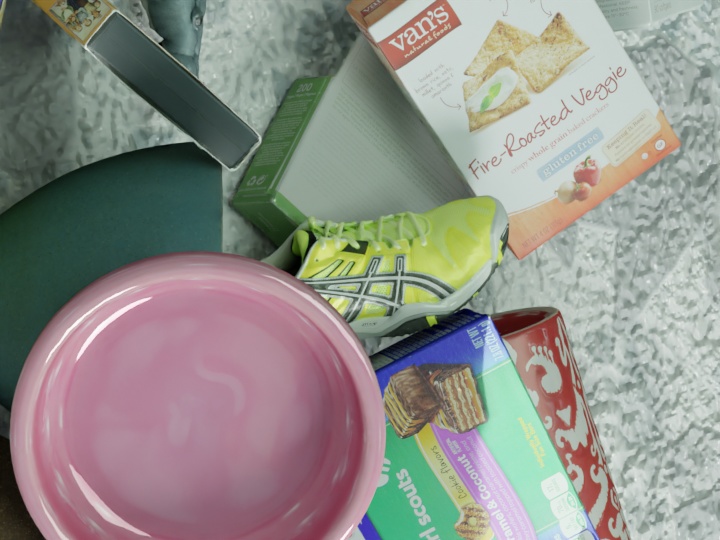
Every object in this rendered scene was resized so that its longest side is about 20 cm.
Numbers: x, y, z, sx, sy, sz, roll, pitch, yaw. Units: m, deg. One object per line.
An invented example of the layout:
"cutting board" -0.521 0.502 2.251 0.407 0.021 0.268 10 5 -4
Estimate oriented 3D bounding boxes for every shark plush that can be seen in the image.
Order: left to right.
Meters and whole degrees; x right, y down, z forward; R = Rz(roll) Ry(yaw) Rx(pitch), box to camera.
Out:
"shark plush" -0.111 -0.192 1.654 0.091 0.083 0.201 17 78 -40

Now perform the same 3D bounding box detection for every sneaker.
"sneaker" 0.000 0.000 1.699 0.200 0.075 0.077 -26 125 -4

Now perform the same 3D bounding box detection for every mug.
"mug" 0.098 0.139 1.797 0.177 0.133 0.201 -28 105 -63

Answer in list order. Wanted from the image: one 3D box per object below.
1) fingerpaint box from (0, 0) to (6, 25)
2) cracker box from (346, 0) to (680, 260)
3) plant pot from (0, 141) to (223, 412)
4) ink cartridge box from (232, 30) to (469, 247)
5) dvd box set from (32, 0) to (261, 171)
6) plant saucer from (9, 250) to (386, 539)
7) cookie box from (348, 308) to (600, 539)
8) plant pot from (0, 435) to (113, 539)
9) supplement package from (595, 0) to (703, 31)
"fingerpaint box" -0.250 -0.066 1.475 0.073 0.167 0.201 14 79 -9
"cracker box" 0.100 -0.125 1.758 0.134 0.058 0.200 -36 116 -1
"plant pot" -0.151 0.024 1.571 0.134 0.200 0.201 1 89 -6
"ink cartridge box" 0.016 -0.085 1.789 0.145 0.048 0.200 42 62 -33
"dvd box set" -0.153 -0.143 1.532 0.029 0.200 0.146 -49 138 1
"plant saucer" -0.087 0.083 1.464 0.200 0.051 0.201 -1 106 -3
"cookie box" 0.023 0.144 1.701 0.200 0.075 0.172 -27 95 -8
"plant pot" -0.197 0.180 1.535 0.200 0.187 0.187 47 60 -14
"supplement package" 0.148 -0.263 1.838 0.117 0.117 0.201 -25 108 -62
